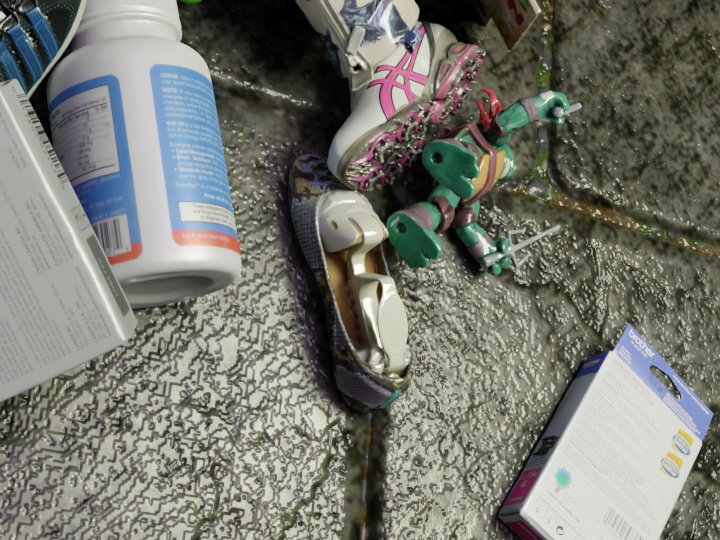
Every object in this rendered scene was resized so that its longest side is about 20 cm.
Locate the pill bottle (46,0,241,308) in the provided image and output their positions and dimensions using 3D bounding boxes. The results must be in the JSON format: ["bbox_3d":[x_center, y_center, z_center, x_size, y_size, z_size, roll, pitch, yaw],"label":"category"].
[{"bbox_3d":[-0.147,-0.084,0.762,0.111,0.112,0.203,-3,77,-30],"label":"pill bottle"}]

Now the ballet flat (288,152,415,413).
[{"bbox_3d":[0.000,0.000,0.847,0.071,0.072,0.203,-9,78,-31],"label":"ballet flat"}]

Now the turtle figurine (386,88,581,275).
[{"bbox_3d":[0.097,-0.072,0.908,0.199,0.100,0.152,-26,130,-56],"label":"turtle figurine"}]

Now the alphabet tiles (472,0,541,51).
[{"bbox_3d":[0.091,-0.263,0.922,0.006,0.200,0.168,-29,90,-1],"label":"alphabet tiles"}]

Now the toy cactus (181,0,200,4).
[{"bbox_3d":[-0.172,-0.274,0.778,0.201,0.165,0.102,51,46,6],"label":"toy cactus"}]

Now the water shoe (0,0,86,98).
[{"bbox_3d":[-0.223,-0.135,0.697,0.071,0.079,0.202,26,102,-4],"label":"water shoe"}]

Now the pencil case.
[{"bbox_3d":[-0.035,-0.229,0.816,0.200,0.077,0.090,50,28,-34],"label":"pencil case"}]

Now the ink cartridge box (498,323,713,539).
[{"bbox_3d":[0.203,0.155,0.931,0.119,0.042,0.201,43,61,-11],"label":"ink cartridge box"}]

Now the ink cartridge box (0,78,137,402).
[{"bbox_3d":[-0.254,0.005,0.667,0.198,0.057,0.164,-24,102,6],"label":"ink cartridge box"}]

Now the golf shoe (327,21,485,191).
[{"bbox_3d":[0.018,-0.132,0.899,0.091,0.073,0.200,30,44,11],"label":"golf shoe"}]
